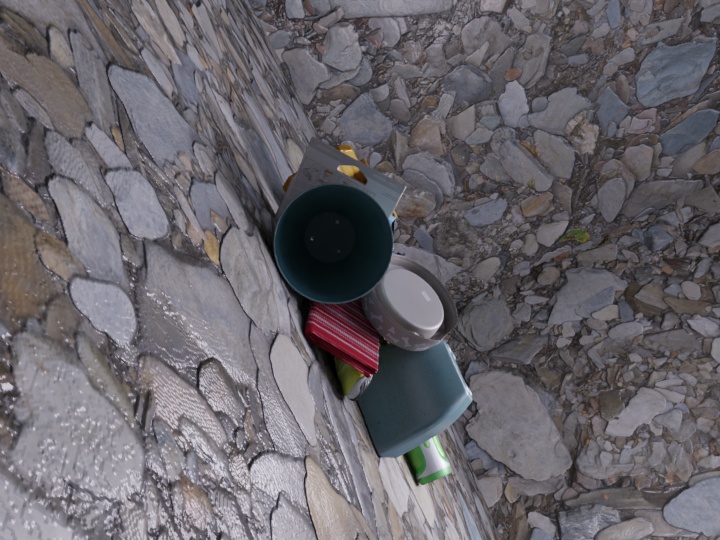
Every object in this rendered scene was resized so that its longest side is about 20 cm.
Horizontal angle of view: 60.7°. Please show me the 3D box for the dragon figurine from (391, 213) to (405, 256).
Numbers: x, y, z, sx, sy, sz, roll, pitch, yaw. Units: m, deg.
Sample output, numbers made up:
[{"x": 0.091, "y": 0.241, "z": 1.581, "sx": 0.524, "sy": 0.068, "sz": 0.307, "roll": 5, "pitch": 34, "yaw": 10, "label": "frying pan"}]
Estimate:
[{"x": 0.056, "y": -0.029, "z": 1.362, "sx": 0.059, "sy": 0.200, "sz": 0.099, "roll": 32, "pitch": -2, "yaw": -28, "label": "dragon figurine"}]

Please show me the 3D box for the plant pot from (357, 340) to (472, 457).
[{"x": 0.109, "y": 0.239, "z": 1.225, "sx": 0.196, "sy": 0.199, "sz": 0.197, "roll": 52, "pitch": 15, "yaw": -68, "label": "plant pot"}]

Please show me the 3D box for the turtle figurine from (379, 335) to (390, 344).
[{"x": 0.049, "y": 0.136, "z": 1.278, "sx": 0.065, "sy": 0.161, "sz": 0.200, "roll": -93, "pitch": 157, "yaw": -43, "label": "turtle figurine"}]

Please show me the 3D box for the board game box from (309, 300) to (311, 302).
[{"x": -0.081, "y": -0.010, "z": 1.231, "sx": 0.126, "sy": 0.035, "sz": 0.200, "roll": 31, "pitch": 32, "yaw": -54, "label": "board game box"}]

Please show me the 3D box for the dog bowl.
[{"x": 0.088, "y": 0.064, "z": 1.159, "sx": 0.200, "sy": 0.059, "sz": 0.200, "roll": 24, "pitch": 39, "yaw": -22, "label": "dog bowl"}]

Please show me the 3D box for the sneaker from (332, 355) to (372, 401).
[{"x": -0.027, "y": 0.153, "z": 1.101, "sx": 0.076, "sy": 0.075, "sz": 0.200, "roll": 29, "pitch": 23, "yaw": -21, "label": "sneaker"}]

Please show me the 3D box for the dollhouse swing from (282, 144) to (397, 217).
[{"x": -0.045, "y": -0.144, "z": 1.351, "sx": 0.182, "sy": 0.200, "sz": 0.176, "roll": 59, "pitch": 2, "yaw": 6, "label": "dollhouse swing"}]

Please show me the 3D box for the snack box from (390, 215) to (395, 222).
[{"x": -0.033, "y": -0.125, "z": 1.318, "sx": 0.200, "sy": 0.116, "sz": 0.037, "roll": 34, "pitch": 10, "yaw": -32, "label": "snack box"}]

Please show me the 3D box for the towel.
[{"x": -0.028, "y": 0.090, "z": 1.084, "sx": 0.144, "sy": 0.022, "sz": 0.200, "roll": 34, "pitch": 26, "yaw": -15, "label": "towel"}]

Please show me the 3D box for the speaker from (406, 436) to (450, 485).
[{"x": 0.133, "y": 0.382, "z": 1.413, "sx": 0.088, "sy": 0.088, "sz": 0.200, "roll": 48, "pitch": 18, "yaw": -71, "label": "speaker"}]

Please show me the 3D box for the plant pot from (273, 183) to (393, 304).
[{"x": -0.051, "y": -0.053, "z": 1.081, "sx": 0.201, "sy": 0.200, "sz": 0.135, "roll": 64, "pitch": -2, "yaw": -11, "label": "plant pot"}]

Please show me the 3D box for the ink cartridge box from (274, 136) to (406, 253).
[{"x": -0.037, "y": -0.130, "z": 1.161, "sx": 0.200, "sy": 0.177, "sz": 0.045, "roll": 28, "pitch": 19, "yaw": 1, "label": "ink cartridge box"}]

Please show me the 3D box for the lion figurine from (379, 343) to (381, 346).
[{"x": 0.065, "y": 0.196, "z": 1.383, "sx": 0.122, "sy": 0.201, "sz": 0.072, "roll": 13, "pitch": 16, "yaw": -28, "label": "lion figurine"}]
